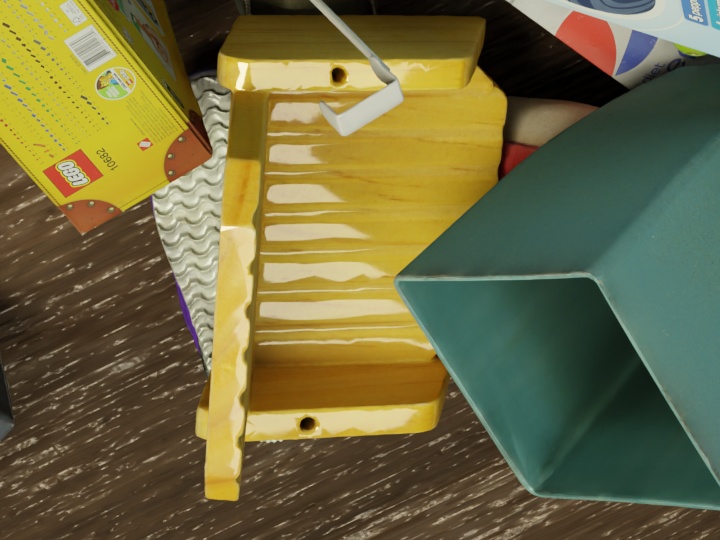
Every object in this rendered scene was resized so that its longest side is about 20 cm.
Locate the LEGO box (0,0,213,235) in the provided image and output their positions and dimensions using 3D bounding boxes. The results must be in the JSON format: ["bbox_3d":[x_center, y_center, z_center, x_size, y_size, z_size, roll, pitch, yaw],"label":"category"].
[{"bbox_3d":[-0.160,-0.138,1.316,0.077,0.149,0.200,-30,133,9],"label":"LEGO box"}]

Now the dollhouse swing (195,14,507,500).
[{"bbox_3d":[0.000,0.000,1.373,0.181,0.176,0.201,-1,113,-16],"label":"dollhouse swing"}]

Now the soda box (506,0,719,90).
[{"bbox_3d":[0.124,-0.149,1.466,0.063,0.068,0.200,-42,132,19],"label":"soda box"}]

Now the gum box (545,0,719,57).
[{"bbox_3d":[0.095,-0.163,1.250,0.170,0.200,0.045,63,50,-69],"label":"gum box"}]

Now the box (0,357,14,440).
[{"bbox_3d":[-0.318,0.075,1.477,0.200,0.118,0.197,25,119,-34],"label":"box"}]

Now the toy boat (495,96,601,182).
[{"bbox_3d":[0.137,-0.010,1.532,0.200,0.130,0.131,15,88,-30],"label":"toy boat"}]

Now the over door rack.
[{"bbox_3d":[-0.028,-0.178,1.292,0.066,0.200,0.148,-23,135,-2],"label":"over door rack"}]

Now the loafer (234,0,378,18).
[{"bbox_3d":[-0.015,-0.101,1.458,0.075,0.070,0.200,-19,135,-3],"label":"loafer"}]

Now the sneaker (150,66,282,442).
[{"bbox_3d":[-0.074,-0.016,1.505,0.069,0.100,0.201,-13,112,-9],"label":"sneaker"}]

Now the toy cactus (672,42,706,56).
[{"bbox_3d":[0.141,-0.197,1.368,0.165,0.102,0.201,-6,109,-30],"label":"toy cactus"}]

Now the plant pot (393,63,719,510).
[{"bbox_3d":[0.150,-0.008,1.388,0.200,0.141,0.142,-48,117,-29],"label":"plant pot"}]
